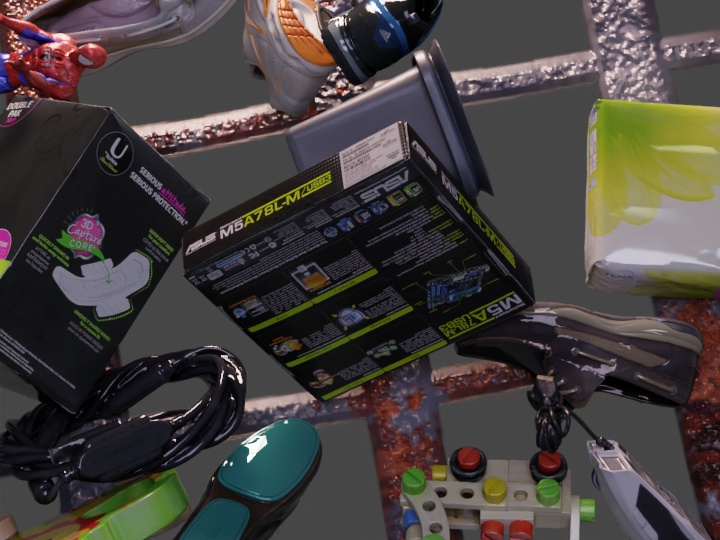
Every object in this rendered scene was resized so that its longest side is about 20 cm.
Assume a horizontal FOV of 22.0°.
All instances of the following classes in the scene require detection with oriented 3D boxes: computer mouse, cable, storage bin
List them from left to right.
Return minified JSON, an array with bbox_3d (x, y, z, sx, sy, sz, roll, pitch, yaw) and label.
[{"bbox_3d":[-0.178,0.114,1.408,0.199,0.163,0.051,-27,109,-25],"label":"cable"},{"bbox_3d":[0.022,-0.087,1.449,0.134,0.200,0.146,-21,94,4],"label":"storage bin"},{"bbox_3d":[0.195,0.164,1.404,0.044,0.110,0.200,-44,103,8],"label":"computer mouse"}]

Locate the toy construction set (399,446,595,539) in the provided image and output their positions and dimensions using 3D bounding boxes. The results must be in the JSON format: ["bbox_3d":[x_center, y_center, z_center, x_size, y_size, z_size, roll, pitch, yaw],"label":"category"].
[{"bbox_3d":[0.105,0.203,1.402,0.199,0.092,0.132,12,47,-5],"label":"toy construction set"}]

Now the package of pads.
[{"bbox_3d":[0.282,-0.053,1.502,0.199,0.068,0.155,4,70,1],"label":"package of pads"}]

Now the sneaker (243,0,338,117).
[{"bbox_3d":[-0.077,-0.213,1.548,0.075,0.092,0.201,6,46,-28],"label":"sneaker"}]

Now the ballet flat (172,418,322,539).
[{"bbox_3d":[-0.094,0.188,1.405,0.068,0.069,0.200,24,37,16],"label":"ballet flat"}]

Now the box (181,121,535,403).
[{"bbox_3d":[0.000,0.000,1.381,0.199,0.193,0.048,-27,46,20],"label":"box"}]

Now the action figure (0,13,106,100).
[{"bbox_3d":[-0.304,-0.167,1.481,0.199,0.099,0.066,-7,68,16],"label":"action figure"}]

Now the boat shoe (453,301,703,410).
[{"bbox_3d":[0.171,0.071,1.456,0.199,0.075,0.074,4,71,2],"label":"boat shoe"}]

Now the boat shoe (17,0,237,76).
[{"bbox_3d":[-0.184,-0.222,1.519,0.201,0.065,0.075,-20,69,16],"label":"boat shoe"}]

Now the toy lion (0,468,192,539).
[{"bbox_3d":[-0.217,0.202,1.340,0.199,0.192,0.069,-25,95,-9],"label":"toy lion"}]

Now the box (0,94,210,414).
[{"bbox_3d":[-0.243,-0.017,1.421,0.148,0.124,0.200,13,66,48],"label":"box"}]

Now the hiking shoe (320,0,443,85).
[{"bbox_3d":[0.037,-0.214,1.501,0.086,0.200,0.075,-23,113,25],"label":"hiking shoe"}]
